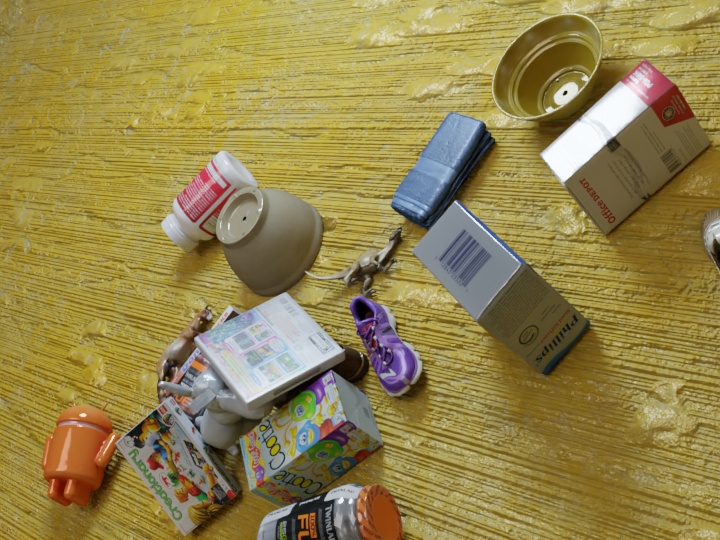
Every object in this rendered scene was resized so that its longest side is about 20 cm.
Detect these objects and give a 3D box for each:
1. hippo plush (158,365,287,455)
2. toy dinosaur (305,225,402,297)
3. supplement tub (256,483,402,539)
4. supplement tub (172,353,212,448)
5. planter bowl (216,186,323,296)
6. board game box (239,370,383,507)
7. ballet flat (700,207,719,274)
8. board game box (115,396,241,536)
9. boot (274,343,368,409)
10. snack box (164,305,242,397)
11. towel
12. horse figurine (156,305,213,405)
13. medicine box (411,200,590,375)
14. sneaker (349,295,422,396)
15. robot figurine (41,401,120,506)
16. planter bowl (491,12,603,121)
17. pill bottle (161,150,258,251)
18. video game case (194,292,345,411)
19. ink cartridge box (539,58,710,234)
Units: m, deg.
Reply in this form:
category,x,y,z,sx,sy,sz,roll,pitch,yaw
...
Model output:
category,x,y,z,sx,sy,sz,roll,pitch,yaw
hippo plush,-0.206,0.234,1.632,0.158,0.163,0.199,30,43,29
toy dinosaur,0.000,0.000,1.711,0.197,0.059,0.102,-28,33,15
supplement tub,-0.044,0.386,1.432,0.198,0.122,0.124,-26,48,27
supplement tub,-0.274,0.224,1.757,0.106,0.107,0.203,17,76,46
planter bowl,-0.187,-0.073,1.854,0.198,0.134,0.203,-23,49,29
board game box,-0.080,0.270,1.554,0.199,0.103,0.106,-38,44,16
ballet flat,0.485,-0.017,1.265,0.070,0.065,0.202,-33,46,21
board game box,-0.310,0.333,1.676,0.126,0.035,0.201,-39,89,15
boot,-0.086,0.172,1.647,0.198,0.075,0.075,-28,49,27
snack box,-0.275,0.164,1.821,0.201,0.072,0.024,-52,36,1
towel,0.139,-0.172,1.691,0.111,0.048,0.202,31,87,48
horse figurine,-0.345,0.168,1.894,0.202,0.049,0.133,-56,29,7
medicine box,0.198,0.025,1.393,0.103,0.199,0.182,-48,42,7
sneaker,0.029,0.119,1.572,0.081,0.083,0.201,-43,44,10
robot figurine,-0.544,0.350,1.911,0.143,0.115,0.204,-34,42,50
planter bowl,0.317,-0.307,1.594,0.198,0.083,0.204,-23,49,29
pill bottle,-0.312,-0.138,2.025,0.200,0.112,0.113,-44,43,10
video game case,-0.149,0.126,1.593,0.180,0.024,0.200,-26,40,-21
ink cartridge box,0.376,-0.173,1.404,0.199,0.146,0.083,-42,42,11
